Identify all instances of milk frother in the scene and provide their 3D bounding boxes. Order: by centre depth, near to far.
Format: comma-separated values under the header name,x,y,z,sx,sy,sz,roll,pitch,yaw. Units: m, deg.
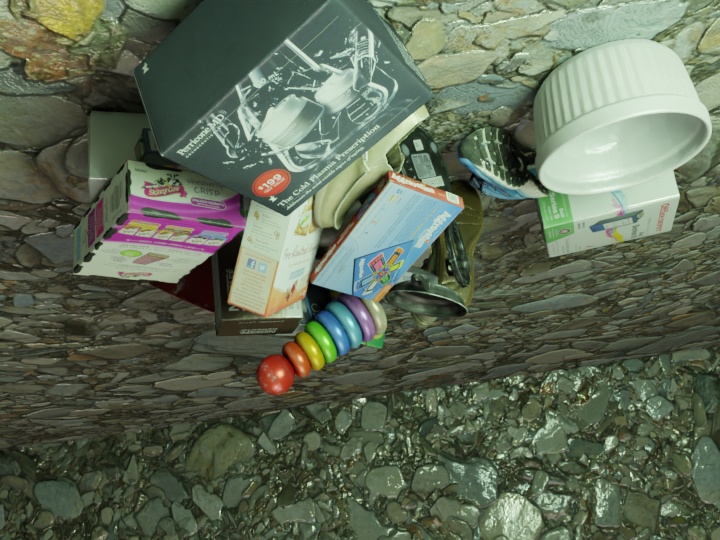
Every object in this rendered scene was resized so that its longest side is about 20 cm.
name,x,y,z,sx,sy,sz,roll,pitch,yaw
milk frother,0.037,-0.059,0.961,0.186,0.204,0.179,-21,161,36

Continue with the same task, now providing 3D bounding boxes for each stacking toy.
name,x,y,z,sx,sy,sz,roll,pitch,yaw
stacking toy,-0.060,0.102,1.016,0.198,0.086,0.086,-34,170,-21

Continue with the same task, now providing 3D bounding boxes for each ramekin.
name,x,y,z,sx,sy,sz,roll,pitch,yaw
ramekin,0.298,-0.180,0.857,0.196,0.107,0.201,-6,161,-2

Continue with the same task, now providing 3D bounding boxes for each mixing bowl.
name,x,y,z,sx,sy,sz,roll,pitch,yaw
mixing bowl,-0.219,0.010,1.143,0.197,0.110,0.200,23,176,2

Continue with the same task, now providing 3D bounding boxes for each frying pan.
name,x,y,z,sx,sy,sz,roll,pitch,yaw
frying pan,0.069,0.026,0.936,0.113,0.032,0.189,1,160,33

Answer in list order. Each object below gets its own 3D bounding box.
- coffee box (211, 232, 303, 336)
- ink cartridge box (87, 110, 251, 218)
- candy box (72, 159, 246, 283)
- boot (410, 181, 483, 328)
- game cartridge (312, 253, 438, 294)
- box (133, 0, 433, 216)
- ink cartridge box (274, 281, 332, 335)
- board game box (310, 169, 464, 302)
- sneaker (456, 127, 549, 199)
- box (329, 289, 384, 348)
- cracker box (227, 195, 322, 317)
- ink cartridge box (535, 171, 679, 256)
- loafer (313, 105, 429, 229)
name,x,y,z,sx,sy,sz,roll,pitch,yaw
coffee box,-0.148,-0.019,0.998,0.112,0.204,0.080,0,160,-19
ink cartridge box,-0.225,-0.114,0.873,0.196,0.089,0.145,1,160,-20
candy box,-0.235,-0.048,0.828,0.134,0.062,0.199,7,157,-37
boot,0.125,-0.021,1.117,0.071,0.204,0.155,12,161,-12
game cartridge,0.000,0.000,1.041,0.196,0.039,0.130,8,-169,-21
box,-0.067,-0.169,0.661,0.199,0.105,0.181,-37,151,19
ink cartridge box,-0.103,0.005,1.109,0.098,0.203,0.039,4,143,-34
board game box,0.027,-0.034,0.871,0.101,0.020,0.200,17,137,-24
sneaker,0.185,-0.131,1.001,0.089,0.080,0.198,-17,159,35
box,-0.011,0.023,1.171,0.048,0.204,0.117,-18,159,28
cracker box,-0.086,-0.058,0.861,0.057,0.204,0.134,17,-168,12
ink cartridge box,0.376,-0.102,1.118,0.196,0.089,0.145,-14,160,13
loafer,0.011,-0.122,0.825,0.202,0.068,0.076,-59,173,28
